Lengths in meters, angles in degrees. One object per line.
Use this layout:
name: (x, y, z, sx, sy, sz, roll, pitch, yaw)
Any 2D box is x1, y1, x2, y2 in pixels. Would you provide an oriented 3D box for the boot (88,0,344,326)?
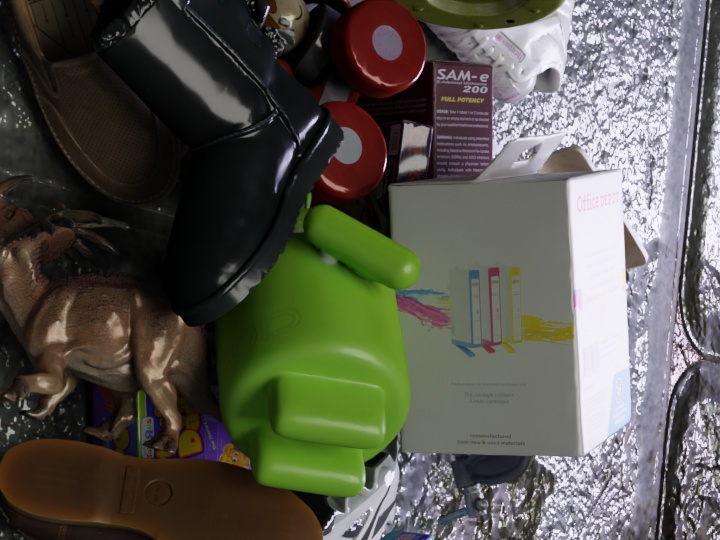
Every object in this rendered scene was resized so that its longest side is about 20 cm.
boot: (-0.099, -0.087, 1.106, 0.163, 0.073, 0.199, 51, 47, -25)

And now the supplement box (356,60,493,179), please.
supplement box: (0.042, -0.047, 1.357, 0.061, 0.109, 0.202, -2, 93, -36)

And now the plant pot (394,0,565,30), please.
plant pot: (0.085, -0.281, 1.318, 0.200, 0.200, 0.194, 20, 67, -46)

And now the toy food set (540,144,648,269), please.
toy food set: (0.167, 0.019, 1.537, 0.144, 0.060, 0.201, 52, 55, -34)

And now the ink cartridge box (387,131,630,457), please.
ink cartridge box: (0.100, 0.012, 1.231, 0.128, 0.124, 0.202, -12, 100, -67)

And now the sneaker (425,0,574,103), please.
sneaker: (0.103, -0.184, 1.453, 0.199, 0.075, 0.100, 4, 86, -48)

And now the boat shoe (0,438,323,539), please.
boat shoe: (-0.121, 0.150, 1.134, 0.070, 0.199, 0.071, 103, 3, -58)

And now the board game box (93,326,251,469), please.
board game box: (-0.109, 0.140, 1.232, 0.134, 0.045, 0.202, -4, 93, -48)

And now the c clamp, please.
c clamp: (0.075, 0.087, 1.397, 0.027, 0.171, 0.201, -8, 83, -26)

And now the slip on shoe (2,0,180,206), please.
slip on shoe: (-0.167, -0.128, 1.141, 0.076, 0.061, 0.201, -19, 106, 0)

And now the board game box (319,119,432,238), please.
board game box: (0.000, 0.000, 1.302, 0.032, 0.120, 0.201, 10, 86, -30)

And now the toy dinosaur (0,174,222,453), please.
toy dinosaur: (-0.150, 0.029, 1.118, 0.199, 0.086, 0.136, 21, 78, -23)

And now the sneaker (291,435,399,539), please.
sneaker: (-0.035, 0.184, 1.210, 0.200, 0.074, 0.089, -35, 127, -40)

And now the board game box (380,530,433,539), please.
board game box: (-0.006, 0.301, 1.360, 0.200, 0.045, 0.153, -28, 110, -44)

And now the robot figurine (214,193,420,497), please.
robot figurine: (-0.032, 0.043, 1.155, 0.115, 0.176, 0.201, 8, 40, -14)

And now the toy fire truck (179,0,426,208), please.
toy fire truck: (-0.063, -0.132, 1.258, 0.167, 0.112, 0.201, 30, 66, -24)
